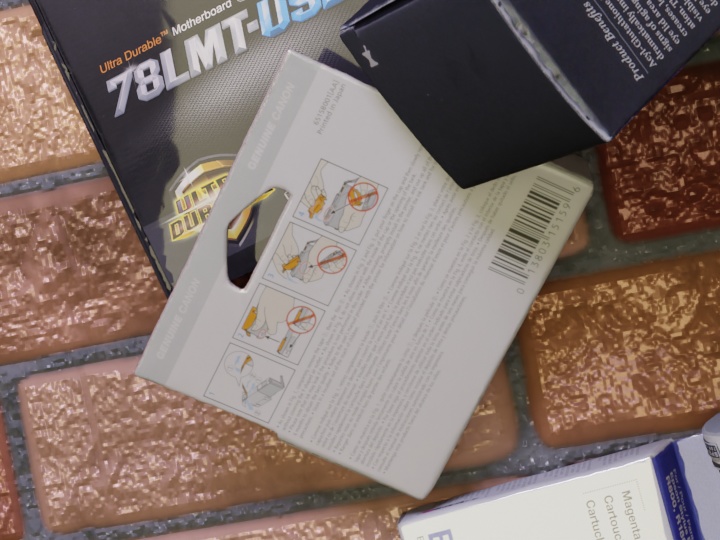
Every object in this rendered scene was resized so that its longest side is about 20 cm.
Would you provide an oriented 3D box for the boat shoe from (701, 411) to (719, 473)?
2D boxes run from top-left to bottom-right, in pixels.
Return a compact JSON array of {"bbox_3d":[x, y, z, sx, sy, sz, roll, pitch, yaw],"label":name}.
[{"bbox_3d":[0.278,0.071,1.111,0.198,0.074,0.068,-27,100,7],"label":"boat shoe"}]

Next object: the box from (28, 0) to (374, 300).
[{"bbox_3d":[-0.053,-0.112,1.153,0.199,0.050,0.200,-25,94,10],"label":"box"}]

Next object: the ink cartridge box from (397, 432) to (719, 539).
[{"bbox_3d":[0.140,0.201,1.164,0.198,0.043,0.198,-16,94,11],"label":"ink cartridge box"}]

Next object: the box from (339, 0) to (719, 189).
[{"bbox_3d":[0.110,-0.147,1.025,0.200,0.148,0.105,-44,102,-21],"label":"box"}]

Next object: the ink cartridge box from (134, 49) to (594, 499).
[{"bbox_3d":[0.000,0.000,1.122,0.172,0.044,0.201,24,110,-10],"label":"ink cartridge box"}]
